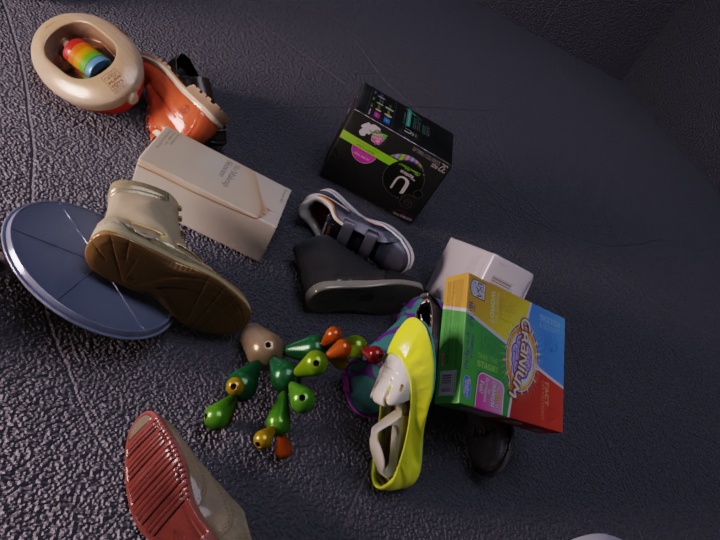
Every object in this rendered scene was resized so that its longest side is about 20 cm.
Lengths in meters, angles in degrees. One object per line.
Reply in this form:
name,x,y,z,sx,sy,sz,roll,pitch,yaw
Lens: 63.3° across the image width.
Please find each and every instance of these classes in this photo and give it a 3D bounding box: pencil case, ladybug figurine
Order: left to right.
ladybug figurine,-0.392,-0.296,0.857,0.200,0.072,0.136,42,73,16
pencil case,0.053,0.107,0.779,0.091,0.086,0.199,17,29,26

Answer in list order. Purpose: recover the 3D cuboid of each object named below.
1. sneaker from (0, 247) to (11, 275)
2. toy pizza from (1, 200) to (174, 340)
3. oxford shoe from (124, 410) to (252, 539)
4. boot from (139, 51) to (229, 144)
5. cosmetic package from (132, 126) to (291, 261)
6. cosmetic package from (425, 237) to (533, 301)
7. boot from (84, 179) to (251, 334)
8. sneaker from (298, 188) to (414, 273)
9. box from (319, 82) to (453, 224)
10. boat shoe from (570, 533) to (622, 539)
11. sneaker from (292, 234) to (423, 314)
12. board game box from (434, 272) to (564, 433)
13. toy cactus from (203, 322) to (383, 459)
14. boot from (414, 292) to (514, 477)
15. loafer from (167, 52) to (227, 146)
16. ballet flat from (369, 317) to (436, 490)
sneaker,-0.421,0.000,0.536,0.114,0.076,0.200,34,34,3
toy pizza,-0.293,0.003,0.641,0.200,0.032,0.201,41,18,-16
oxford shoe,-0.153,0.219,0.534,0.201,0.070,0.075,55,15,26
boot,-0.302,-0.251,0.887,0.199,0.108,0.075,41,-1,21
cosmetic package,-0.207,-0.107,0.821,0.198,0.073,0.104,25,38,-12
cosmetic package,0.171,0.019,0.880,0.073,0.103,0.200,26,6,-11
boot,-0.218,-0.019,0.696,0.199,0.073,0.156,32,20,-30
sneaker,-0.013,-0.052,0.908,0.199,0.079,0.079,34,31,17
box,0.050,-0.214,1.069,0.198,0.149,0.125,26,39,-11
boat shoe,0.313,0.376,0.701,0.197,0.074,0.068,28,22,-25
sneaker,0.000,0.000,0.860,0.197,0.075,0.107,4,49,-33
board game box,0.180,0.108,0.726,0.198,0.040,0.156,22,67,-34
toy cactus,-0.086,0.113,0.657,0.198,0.103,0.165,-32,36,-18
boot,0.117,0.146,0.732,0.173,0.069,0.203,26,57,-41
loafer,-0.275,-0.284,0.957,0.072,0.072,0.201,-12,57,-44
ballet flat,0.041,0.154,0.647,0.066,0.204,0.066,-7,18,-35
